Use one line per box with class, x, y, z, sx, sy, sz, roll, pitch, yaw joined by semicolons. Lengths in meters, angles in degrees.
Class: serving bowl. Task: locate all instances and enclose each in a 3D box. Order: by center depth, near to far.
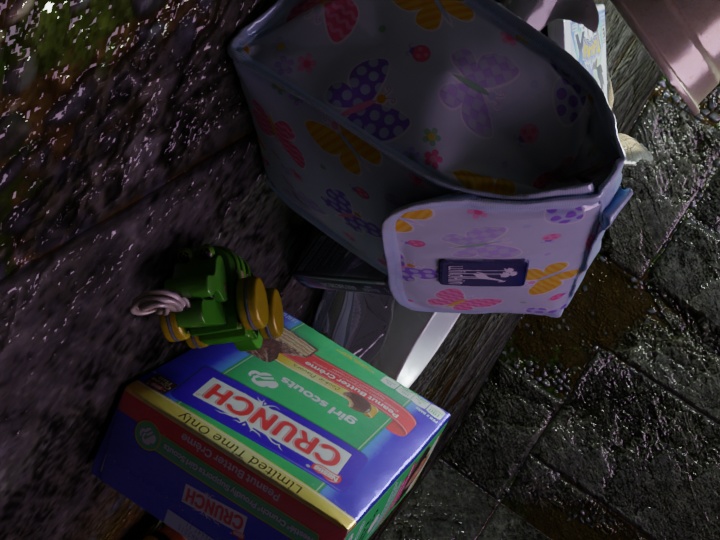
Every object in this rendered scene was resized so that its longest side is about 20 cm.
serving bowl;0.065;0.055;1.270;0.201;0.065;0.201;-53;168;-17

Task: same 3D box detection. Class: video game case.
video game case;0.026;-0.046;0.759;0.144;0.019;0.200;-54;-162;-11
video game case;0.253;-0.203;1.237;0.200;0.022;0.185;-35;124;-60

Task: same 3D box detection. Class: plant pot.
plant pot;0.327;-0.281;1.000;0.183;0.202;0.200;-37;174;19

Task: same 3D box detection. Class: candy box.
candy box;-0.052;0.116;0.732;0.200;0.168;0.078;-32;149;-63

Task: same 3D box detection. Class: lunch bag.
lunch bag;0.039;-0.059;0.578;0.128;0.199;0.170;-53;168;-14

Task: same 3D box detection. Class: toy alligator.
toy alligator;-0.087;0.009;0.615;0.200;0.058;0.055;48;34;-76

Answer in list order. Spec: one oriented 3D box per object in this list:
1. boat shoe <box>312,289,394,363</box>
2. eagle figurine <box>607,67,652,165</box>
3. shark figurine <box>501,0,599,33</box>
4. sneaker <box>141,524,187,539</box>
boat shoe;0.001;0.000;0.925;0.074;0.065;0.204;-22;142;-35
eagle figurine;0.368;-0.209;1.659;0.199;0.150;0.153;-38;151;-25
shark figurine;0.156;-0.208;0.923;0.216;0.089;0.128;-62;165;14
sneaker;-0.187;0.285;0.907;0.089;0.070;0.201;-26;150;-38
